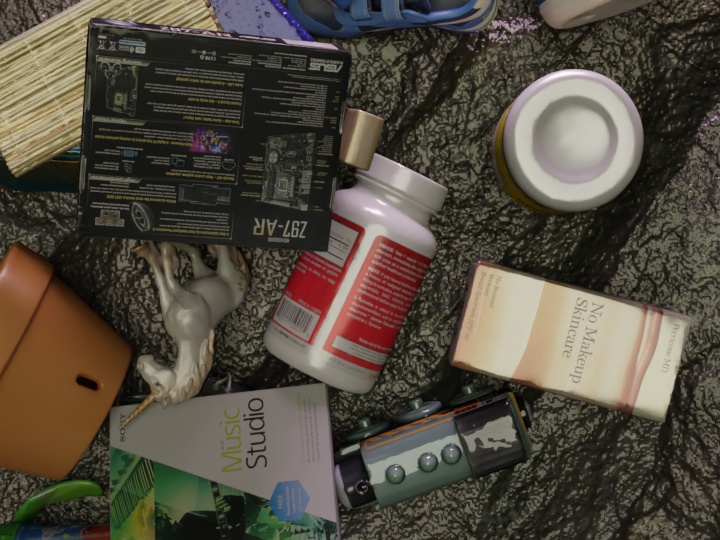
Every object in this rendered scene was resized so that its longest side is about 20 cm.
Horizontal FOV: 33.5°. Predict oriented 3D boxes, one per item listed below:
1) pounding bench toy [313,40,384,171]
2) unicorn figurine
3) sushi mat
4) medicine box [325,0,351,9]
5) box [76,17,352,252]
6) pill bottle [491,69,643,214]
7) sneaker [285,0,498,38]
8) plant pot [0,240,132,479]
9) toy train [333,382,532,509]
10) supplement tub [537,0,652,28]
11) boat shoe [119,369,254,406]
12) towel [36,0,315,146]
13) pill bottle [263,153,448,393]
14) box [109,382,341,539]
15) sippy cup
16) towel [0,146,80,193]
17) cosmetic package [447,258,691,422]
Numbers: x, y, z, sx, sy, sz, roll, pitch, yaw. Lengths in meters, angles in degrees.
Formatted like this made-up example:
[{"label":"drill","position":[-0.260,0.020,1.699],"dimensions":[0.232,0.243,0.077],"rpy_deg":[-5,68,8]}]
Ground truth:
[{"label":"pounding bench toy","position":[-0.074,-0.141,1.061],"dimensions":[0.199,0.156,0.125],"rpy_deg":[26,93,1]},{"label":"unicorn figurine","position":[-0.152,0.029,1.065],"dimensions":[0.073,0.200,0.138],"rpy_deg":[-7,113,42]},{"label":"sushi mat","position":[-0.204,-0.160,0.931],"dimensions":[0.199,0.012,0.096],"rpy_deg":[-28,96,1]},{"label":"medicine box","position":[-0.033,-0.370,1.052],"dimensions":[0.182,0.103,0.200],"rpy_deg":[41,94,22]},{"label":"box","position":[-0.114,-0.102,0.923],"dimensions":[0.198,0.044,0.162],"rpy_deg":[3,107,-14]},{"label":"pill bottle","position":[0.171,-0.105,1.034],"dimensions":[0.111,0.200,0.114],"rpy_deg":[0,92,2]},{"label":"sneaker","position":[0.028,-0.255,1.093],"dimensions":[0.198,0.082,0.075],"rpy_deg":[-3,93,4]},{"label":"plant pot","position":[-0.297,0.095,1.069],"dimensions":[0.139,0.200,0.201],"rpy_deg":[31,93,-16]},{"label":"toy train","position":[0.064,0.162,1.090],"dimensions":[0.198,0.114,0.086],"rpy_deg":[-19,91,2]},{"label":"supplement tub","position":[0.202,-0.330,1.053],"dimensions":[0.143,0.145,0.202],"rpy_deg":[-18,91,2]},{"label":"boat shoe","position":[-0.134,0.129,1.115],"dimensions":[0.198,0.072,0.072],"rpy_deg":[-10,93,3]},{"label":"towel","position":[-0.142,-0.154,0.965],"dimensions":[0.200,0.050,0.148],"rpy_deg":[-41,97,2]},{"label":"pill bottle","position":[0.000,0.000,1.087],"dimensions":[0.111,0.112,0.201],"rpy_deg":[26,93,1]},{"label":"box","position":[-0.120,0.180,1.043],"dimensions":[0.198,0.036,0.146],"rpy_deg":[-7,66,2]},{"label":"sippy cup","position":[-0.253,0.289,1.086],"dimensions":[0.129,0.140,0.180],"rpy_deg":[-9,94,0]},{"label":"towel","position":[-0.237,-0.090,1.075],"dimensions":[0.198,0.147,0.022],"rpy_deg":[2,83,0]},{"label":"cosmetic package","position":[0.187,0.062,1.096],"dimensions":[0.198,0.087,0.104],"rpy_deg":[14,91,1]}]
